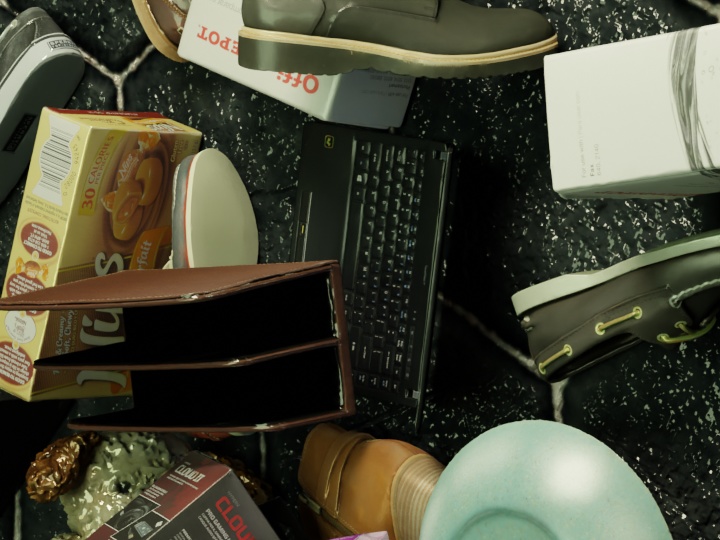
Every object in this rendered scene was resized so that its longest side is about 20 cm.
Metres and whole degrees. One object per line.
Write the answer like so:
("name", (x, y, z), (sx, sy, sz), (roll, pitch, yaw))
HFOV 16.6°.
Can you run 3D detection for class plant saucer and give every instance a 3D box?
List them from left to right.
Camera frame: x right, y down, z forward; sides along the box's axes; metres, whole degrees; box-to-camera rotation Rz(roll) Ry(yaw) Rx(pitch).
("plant saucer", (0.099, 0.191, 1.454), (0.200, 0.039, 0.203), (4, 96, 41))

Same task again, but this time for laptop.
("laptop", (0.000, 0.000, 1.593), (0.199, 0.103, 0.179), (12, 97, 39))

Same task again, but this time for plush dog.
("plush dog", (-0.154, 0.192, 1.696), (0.160, 0.199, 0.173), (4, 85, 66))

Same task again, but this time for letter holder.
("letter holder", (-0.126, 0.055, 1.586), (0.199, 0.142, 0.101), (-3, 95, 41))

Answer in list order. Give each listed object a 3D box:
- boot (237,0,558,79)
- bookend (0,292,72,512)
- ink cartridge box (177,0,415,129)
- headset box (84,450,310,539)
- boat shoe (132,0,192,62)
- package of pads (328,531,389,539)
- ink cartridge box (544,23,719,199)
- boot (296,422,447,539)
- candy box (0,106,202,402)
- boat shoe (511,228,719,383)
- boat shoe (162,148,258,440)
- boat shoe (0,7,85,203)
("boot", (0.026, -0.191, 1.518), (0.077, 0.198, 0.139), (-131, 41, -75))
("bookend", (-0.343, 0.099, 1.882), (0.200, 0.092, 0.199), (51, 120, 28))
("ink cartridge box", (-0.022, -0.210, 1.622), (0.146, 0.084, 0.201), (25, 105, 35))
("headset box", (-0.116, 0.226, 1.584), (0.149, 0.200, 0.077), (58, 164, -19))
("boat shoe", (-0.143, -0.248, 1.733), (0.070, 0.070, 0.201), (-39, 75, 40))
("package of pads", (-0.011, 0.267, 1.520), (0.120, 0.076, 0.201), (-15, 102, 32))
("ink cartridge box", (0.224, -0.092, 1.381), (0.199, 0.146, 0.087), (-6, 88, 39))
("boot", (0.014, 0.206, 1.613), (0.154, 0.073, 0.201), (21, 106, 46))
("candy box", (-0.188, -0.011, 1.739), (0.055, 0.115, 0.201), (24, 105, 37))
("boat shoe", (0.178, 0.018, 1.472), (0.201, 0.071, 0.061), (-20, 82, 45))
("boat shoe", (-0.109, 0.018, 1.708), (0.062, 0.071, 0.202), (-7, 90, 42))
("boat shoe", (-0.286, -0.110, 1.847), (0.068, 0.073, 0.200), (51, 117, 30))
